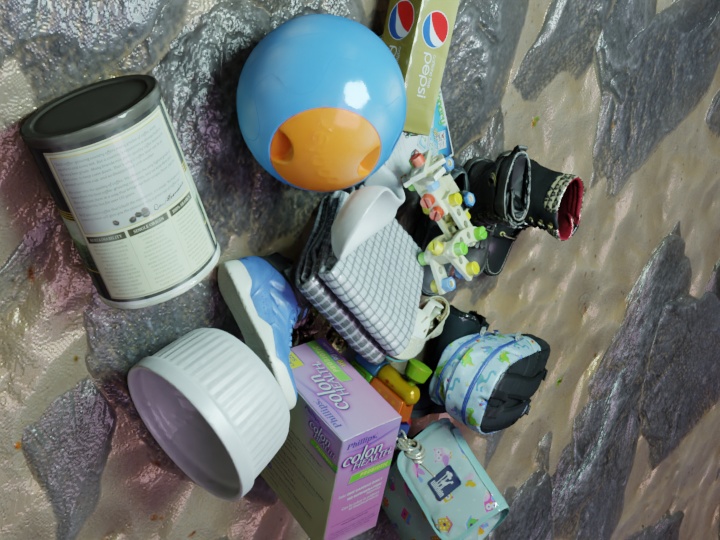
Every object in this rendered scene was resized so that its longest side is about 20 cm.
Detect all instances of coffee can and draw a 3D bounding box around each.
[{"bbox_3d":[-0.248,-0.083,0.925,0.146,0.146,0.202,-33,124,-26],"label":"coffee can"}]

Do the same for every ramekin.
[{"bbox_3d":[-0.175,0.165,1.050,0.105,0.198,0.202,-39,127,-33],"label":"ramekin"}]

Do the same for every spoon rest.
[{"bbox_3d":[0.014,-0.076,1.063,0.100,0.060,0.200,-59,-179,29],"label":"spoon rest"}]

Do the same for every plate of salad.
[{"bbox_3d":[-0.044,0.076,1.222,0.198,0.048,0.203,-16,116,-35],"label":"plate of salad"}]

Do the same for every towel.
[{"bbox_3d":[0.000,0.000,1.147,0.166,0.085,0.201,47,34,-27],"label":"towel"}]

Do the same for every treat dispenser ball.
[{"bbox_3d":[-0.045,-0.194,1.019,0.199,0.200,0.204,-15,115,-35],"label":"treat dispenser ball"}]

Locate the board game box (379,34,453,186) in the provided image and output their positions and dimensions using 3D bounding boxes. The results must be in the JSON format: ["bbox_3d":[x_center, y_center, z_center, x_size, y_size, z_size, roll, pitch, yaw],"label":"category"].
[{"bbox_3d":[0.058,-0.225,1.205,0.125,0.034,0.202,-32,123,-26],"label":"board game box"}]

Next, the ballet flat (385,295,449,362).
[{"bbox_3d":[0.077,0.072,1.231,0.063,0.067,0.200,-58,169,20],"label":"ballet flat"}]

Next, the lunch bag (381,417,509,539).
[{"bbox_3d":[0.127,0.343,1.336,0.121,0.171,0.201,-12,145,-36],"label":"lunch bag"}]

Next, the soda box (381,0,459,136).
[{"bbox_3d":[0.068,-0.281,1.125,0.063,0.067,0.203,3,104,-39],"label":"soda box"}]

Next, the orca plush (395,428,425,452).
[{"bbox_3d":[0.032,0.226,1.328,0.198,0.105,0.072,17,63,-39],"label":"orca plush"}]

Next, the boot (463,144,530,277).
[{"bbox_3d":[0.189,-0.080,1.268,0.068,0.174,0.204,2,98,-15],"label":"boot"}]

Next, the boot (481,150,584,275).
[{"bbox_3d":[0.257,-0.074,1.350,0.072,0.150,0.203,10,100,-41],"label":"boot"}]

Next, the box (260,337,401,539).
[{"bbox_3d":[-0.050,0.228,1.157,0.096,0.176,0.202,-16,130,-34],"label":"box"}]

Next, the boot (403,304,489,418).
[{"bbox_3d":[0.112,0.135,1.352,0.199,0.076,0.171,6,105,-48],"label":"boot"}]

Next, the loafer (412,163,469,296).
[{"bbox_3d":[0.118,-0.057,1.287,0.067,0.070,0.204,6,102,-21],"label":"loafer"}]

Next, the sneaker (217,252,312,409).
[{"bbox_3d":[-0.095,0.069,1.101,0.110,0.202,0.077,-15,160,-31],"label":"sneaker"}]

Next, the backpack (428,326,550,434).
[{"bbox_3d":[0.190,0.167,1.301,0.165,0.152,0.200,-64,168,15],"label":"backpack"}]

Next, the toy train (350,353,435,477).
[{"bbox_3d":[0.064,0.177,1.218,0.117,0.199,0.084,-58,149,10],"label":"toy train"}]

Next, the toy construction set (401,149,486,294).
[{"bbox_3d":[0.104,-0.081,1.177,0.132,0.091,0.202,-56,135,-40],"label":"toy construction set"}]
